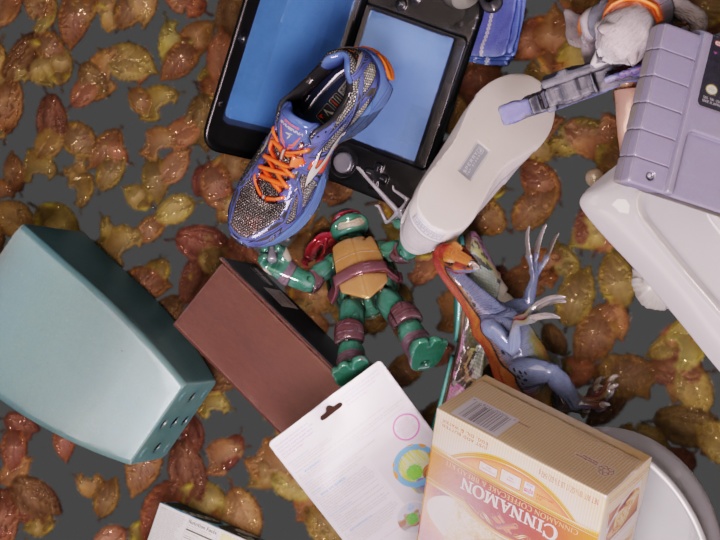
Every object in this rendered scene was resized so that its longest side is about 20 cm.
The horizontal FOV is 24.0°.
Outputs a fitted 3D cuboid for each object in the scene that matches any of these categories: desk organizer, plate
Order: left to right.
[{"bbox_3d":[-0.065,0.084,1.490,0.200,0.072,0.077,44,101,19],"label":"desk organizer"},{"bbox_3d":[0.311,-0.046,1.352,0.200,0.032,0.200,-40,83,-1],"label":"plate"}]

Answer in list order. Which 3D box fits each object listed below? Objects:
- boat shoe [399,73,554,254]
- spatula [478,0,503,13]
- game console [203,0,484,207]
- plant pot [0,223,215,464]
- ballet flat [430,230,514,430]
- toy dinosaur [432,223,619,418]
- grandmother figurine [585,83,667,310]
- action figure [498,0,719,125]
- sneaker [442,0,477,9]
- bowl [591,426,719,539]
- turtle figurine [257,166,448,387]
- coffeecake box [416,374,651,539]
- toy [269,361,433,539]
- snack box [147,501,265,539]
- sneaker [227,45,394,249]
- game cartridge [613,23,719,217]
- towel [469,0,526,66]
[{"bbox_3d":[0.097,-0.087,1.428,0.072,0.069,0.200,36,57,-6],"label":"boat shoe"},{"bbox_3d":[0.087,-0.304,1.483,0.056,0.021,0.201,-24,64,8],"label":"spatula"},{"bbox_3d":[-0.013,-0.171,1.462,0.175,0.116,0.201,23,102,21],"label":"game console"},{"bbox_3d":[-0.242,0.076,1.522,0.200,0.141,0.142,37,97,13],"label":"plant pot"},{"bbox_3d":[0.103,0.069,1.440,0.071,0.069,0.201,9,91,3],"label":"ballet flat"},{"bbox_3d":[0.120,0.061,1.375,0.181,0.105,0.201,29,95,-2],"label":"toy dinosaur"},{"bbox_3d":[0.249,-0.067,1.403,0.121,0.060,0.201,-3,85,33],"label":"grandmother figurine"},{"bbox_3d":[0.193,-0.198,1.364,0.199,0.194,0.105,-20,107,10],"label":"action figure"},{"bbox_3d":[0.047,-0.291,1.446,0.079,0.075,0.201,-27,54,13],"label":"sneaker"},{"bbox_3d":[0.211,0.204,1.345,0.200,0.090,0.202,18,120,35],"label":"bowl"},{"bbox_3d":[0.000,0.000,1.458,0.149,0.101,0.201,-26,58,11],"label":"turtle figurine"},{"bbox_3d":[0.126,0.207,1.307,0.153,0.073,0.201,25,124,30],"label":"coffeecake box"},{"bbox_3d":[0.025,0.182,1.420,0.115,0.047,0.200,-36,102,-1],"label":"toy"},{"bbox_3d":[-0.107,0.294,1.497,0.199,0.037,0.117,20,91,21],"label":"snack box"},{"bbox_3d":[-0.053,-0.109,1.413,0.075,0.078,0.201,33,94,21],"label":"sneaker"},{"bbox_3d":[0.298,-0.101,1.289,0.199,0.038,0.130,16,90,-19],"label":"game cartridge"},{"bbox_3d":[0.057,-0.264,1.513,0.199,0.024,0.146,10,86,21],"label":"towel"}]
